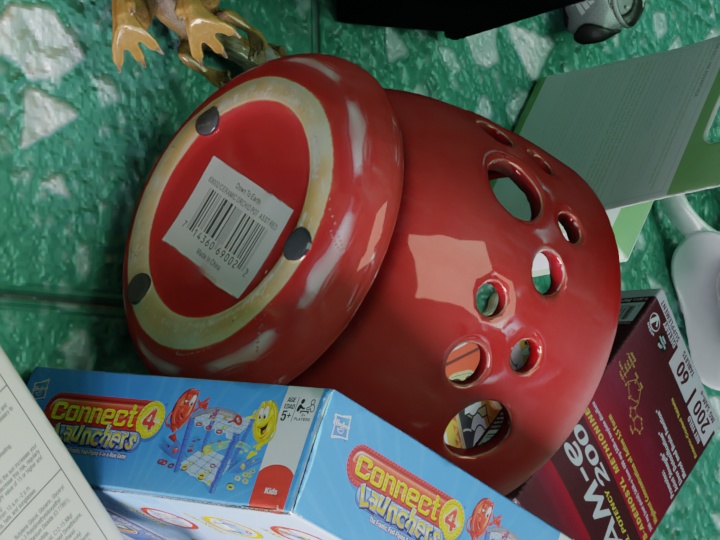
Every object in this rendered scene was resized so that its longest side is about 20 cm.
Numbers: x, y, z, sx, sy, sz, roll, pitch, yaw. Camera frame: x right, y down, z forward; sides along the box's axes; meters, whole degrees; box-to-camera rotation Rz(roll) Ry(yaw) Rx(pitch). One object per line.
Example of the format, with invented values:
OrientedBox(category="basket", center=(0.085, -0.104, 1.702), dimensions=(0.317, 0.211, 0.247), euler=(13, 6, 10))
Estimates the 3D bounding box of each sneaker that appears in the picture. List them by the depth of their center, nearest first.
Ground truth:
OrientedBox(category="sneaker", center=(0.141, -0.205, 1.277), dimensions=(0.200, 0.075, 0.116), euler=(13, 79, -56))

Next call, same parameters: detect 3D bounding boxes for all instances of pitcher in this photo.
OrientedBox(category="pitcher", center=(0.300, -0.017, 1.431), dimensions=(0.199, 0.121, 0.172), euler=(-14, 81, -39))

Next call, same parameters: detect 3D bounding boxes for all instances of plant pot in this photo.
OrientedBox(category="plant pot", center=(0.000, 0.000, 0.995), dimensions=(0.182, 0.200, 0.201), euler=(30, 63, -40))

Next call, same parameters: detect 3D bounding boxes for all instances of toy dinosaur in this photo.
OrientedBox(category="toy dinosaur", center=(-0.103, -0.149, 1.013), dimensions=(0.200, 0.060, 0.106), euler=(53, 16, -33))

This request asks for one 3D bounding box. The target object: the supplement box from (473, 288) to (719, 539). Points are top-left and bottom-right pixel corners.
OrientedBox(category="supplement box", center=(0.133, 0.111, 1.197), dimensions=(0.200, 0.061, 0.109), euler=(-49, 122, -40))

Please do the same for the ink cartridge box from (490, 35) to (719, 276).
OrientedBox(category="ink cartridge box", center=(0.169, -0.071, 1.202), dimensions=(0.048, 0.199, 0.146), euler=(51, 50, -30))

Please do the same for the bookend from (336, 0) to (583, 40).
OrientedBox(category="bookend", center=(0.029, -0.191, 1.084), dimensions=(0.198, 0.200, 0.093), euler=(0, 85, -32))

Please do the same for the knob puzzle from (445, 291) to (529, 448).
OrientedBox(category="knob puzzle", center=(0.115, 0.107, 1.247), dimensions=(0.219, 0.030, 0.221), euler=(9, 78, -49))

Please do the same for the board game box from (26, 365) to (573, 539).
OrientedBox(category="board game box", center=(-0.031, 0.112, 0.940), dimensions=(0.200, 0.195, 0.056), euler=(35, 65, -42))

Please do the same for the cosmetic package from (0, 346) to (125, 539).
OrientedBox(category="cosmetic package", center=(-0.183, 0.091, 0.847), dimensions=(0.104, 0.073, 0.201), euler=(-47, 116, -42))
